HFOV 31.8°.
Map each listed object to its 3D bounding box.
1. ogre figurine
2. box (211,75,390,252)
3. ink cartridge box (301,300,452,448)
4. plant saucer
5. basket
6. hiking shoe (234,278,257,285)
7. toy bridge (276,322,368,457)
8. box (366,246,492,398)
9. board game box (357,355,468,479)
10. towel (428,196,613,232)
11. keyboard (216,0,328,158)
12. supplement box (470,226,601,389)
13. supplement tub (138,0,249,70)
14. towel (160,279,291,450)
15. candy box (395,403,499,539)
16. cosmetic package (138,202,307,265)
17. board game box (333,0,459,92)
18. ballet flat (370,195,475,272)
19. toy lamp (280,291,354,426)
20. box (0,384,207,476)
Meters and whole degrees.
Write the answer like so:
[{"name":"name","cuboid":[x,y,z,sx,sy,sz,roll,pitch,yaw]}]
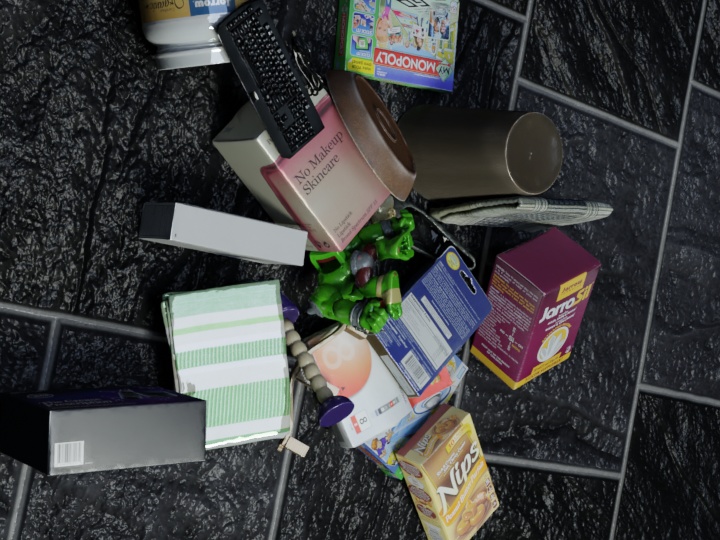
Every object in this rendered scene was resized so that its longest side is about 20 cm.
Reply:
[{"name":"ogre figurine","cuboid":[0.000,0.000,1.690,0.098,0.120,0.201,45,48,-58]},{"name":"box","cuboid":[-0.073,-0.138,1.650,0.128,0.109,0.200,-51,121,-23]},{"name":"ink cartridge box","cuboid":[0.030,0.132,1.753,0.200,0.050,0.163,-26,96,-22]},{"name":"plant saucer","cuboid":[0.021,-0.187,1.682,0.034,0.200,0.200,-29,119,14]},{"name":"basket","cuboid":[0.174,-0.165,1.784,0.180,0.200,0.136,29,76,-35]},{"name":"hiking shoe","cuboid":[-0.172,0.105,1.614,0.087,0.074,0.201,14,84,-37]},{"name":"toy bridge","cuboid":[-0.062,0.149,1.672,0.067,0.027,0.200,31,76,-14]},{"name":"box","cuboid":[0.098,0.070,1.785,0.200,0.032,0.121,-45,108,-33]},{"name":"board game box","cuboid":[0.060,0.182,1.827,0.135,0.034,0.200,45,68,-32]},{"name":"towel","cuboid":[0.229,-0.080,1.835,0.192,0.200,0.035,1,87,-38]},{"name":"keyboard","cuboid":[-0.090,-0.236,1.512,0.104,0.040,0.200,-48,132,-24]},{"name":"supplement box","cuboid":[0.258,0.056,1.875,0.131,0.103,0.200,-25,141,-33]},{"name":"supplement tub","cuboid":[-0.197,-0.347,1.513,0.144,0.144,0.201,-14,102,-36]},{"name":"towel","cuboid":[-0.165,0.119,1.579,0.152,0.023,0.201,-7,92,-19]},{"name":"candy box","cuboid":[0.130,0.308,1.854,0.115,0.055,0.200,-43,131,-29]},{"name":"cosmetic package","cuboid":[-0.171,-0.046,1.597,0.200,0.082,0.051,12,87,-39]},{"name":"board game box","cuboid":[0.053,-0.332,1.785,0.200,0.029,0.135,3,91,-38]},{"name":"ballet flat","cuboid":[0.091,-0.055,1.817,0.200,0.057,0.067,29,79,-36]},{"name":"toy lamp","cuboid":[-0.079,0.106,1.632,0.058,0.200,0.058,-26,151,-15]},{"name":"box","cuboid":[-0.300,0.183,1.477,0.200,0.141,0.079,1,91,-38]}]
